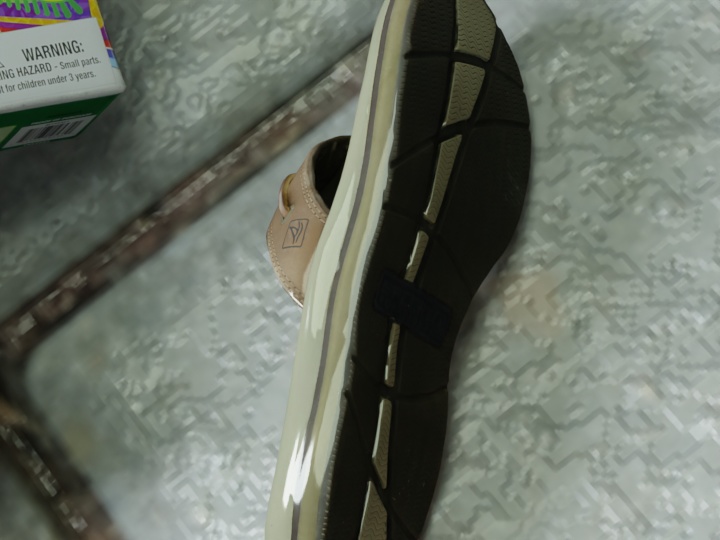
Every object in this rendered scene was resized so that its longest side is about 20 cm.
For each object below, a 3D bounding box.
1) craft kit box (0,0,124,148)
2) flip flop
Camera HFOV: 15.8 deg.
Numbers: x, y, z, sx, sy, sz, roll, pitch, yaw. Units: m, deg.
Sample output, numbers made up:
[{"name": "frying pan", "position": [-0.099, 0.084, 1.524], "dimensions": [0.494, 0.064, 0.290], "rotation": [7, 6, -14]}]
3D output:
[{"name": "craft kit box", "position": [-0.189, -0.120, 0.746], "dimensions": [0.199, 0.048, 0.198], "rotation": [-14, 78, -33]}, {"name": "flip flop", "position": [0.000, 0.000, 0.751], "dimensions": [0.057, 0.081, 0.201], "rotation": [2, 70, 34]}]
